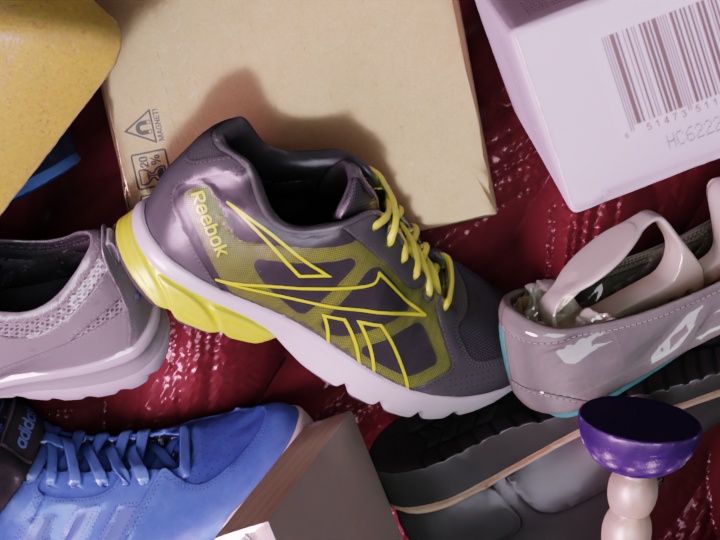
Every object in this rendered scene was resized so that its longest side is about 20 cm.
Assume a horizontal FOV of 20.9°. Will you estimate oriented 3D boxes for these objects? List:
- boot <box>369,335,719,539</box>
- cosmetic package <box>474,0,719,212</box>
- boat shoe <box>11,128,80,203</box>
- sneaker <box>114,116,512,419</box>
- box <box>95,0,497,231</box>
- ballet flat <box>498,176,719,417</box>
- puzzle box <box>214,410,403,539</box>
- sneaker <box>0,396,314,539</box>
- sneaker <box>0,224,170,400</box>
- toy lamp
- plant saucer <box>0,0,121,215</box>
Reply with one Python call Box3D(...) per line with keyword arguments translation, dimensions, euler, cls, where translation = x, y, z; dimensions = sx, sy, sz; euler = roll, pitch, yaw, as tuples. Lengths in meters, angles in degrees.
Box3D(translation=(0.119, 0.101, 0.887), dimensions=(0.198, 0.078, 0.139), euler=(-19, 114, 9), cls="boot")
Box3D(translation=(0.105, -0.092, 0.760), dimensions=(0.101, 0.200, 0.072), euler=(-20, 105, 5), cls="cosmetic package")
Box3D(translation=(-0.220, -0.036, 0.831), dimensions=(0.198, 0.084, 0.069), euler=(-19, 95, 2), cls="boat shoe")
Box3D(translation=(0.000, 0.000, 0.819), dimensions=(0.198, 0.075, 0.085), euler=(17, 129, -26), cls="sneaker")
Box3D(translation=(-0.036, -0.105, 0.846), dimensions=(0.162, 0.021, 0.202), euler=(-11, 104, 2), cls="box")
Box3D(translation=(0.149, -0.005, 0.832), dimensions=(0.199, 0.067, 0.064), euler=(-26, 115, -10), cls="ballet flat")
Box3D(translation=(0.006, 0.172, 0.803), dimensions=(0.025, 0.133, 0.202), euler=(-19, 98, 17), cls="puzzle box")
Box3D(translation=(-0.124, 0.091, 0.866), dimensions=(0.199, 0.077, 0.112), euler=(-29, 113, 13), cls="sneaker")
Box3D(translation=(-0.185, 0.017, 0.836), dimensions=(0.198, 0.075, 0.082), euler=(-13, 135, -1), cls="sneaker")
Box3D(translation=(0.105, 0.156, 0.813), dimensions=(0.058, 0.058, 0.202), euler=(4, 108, -2), cls="toy lamp")
Box3D(translation=(-0.219, -0.076, 0.778), dimensions=(0.200, 0.048, 0.200), euler=(44, 100, 26), cls="plant saucer")
